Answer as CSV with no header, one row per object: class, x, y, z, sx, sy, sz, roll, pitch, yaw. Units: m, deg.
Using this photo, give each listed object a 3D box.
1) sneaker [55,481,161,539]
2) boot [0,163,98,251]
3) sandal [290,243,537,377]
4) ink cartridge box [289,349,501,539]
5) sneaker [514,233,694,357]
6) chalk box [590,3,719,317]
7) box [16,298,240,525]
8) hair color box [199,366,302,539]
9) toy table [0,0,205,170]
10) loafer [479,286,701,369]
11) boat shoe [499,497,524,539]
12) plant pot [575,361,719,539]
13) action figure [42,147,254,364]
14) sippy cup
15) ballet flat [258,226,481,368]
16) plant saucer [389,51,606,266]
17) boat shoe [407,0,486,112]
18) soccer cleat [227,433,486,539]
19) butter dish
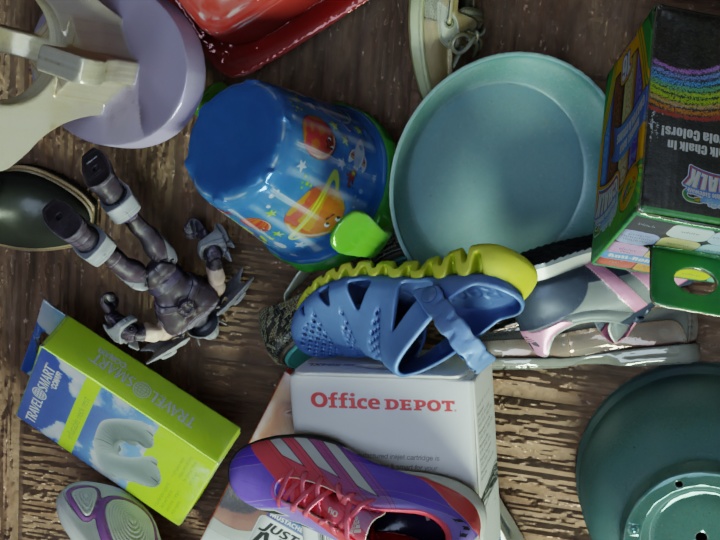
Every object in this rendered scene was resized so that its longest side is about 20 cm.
sneaker,-0.201,0.270,1.217,0.200,0.075,0.100,45,126,-14
boot,-0.332,-0.045,1.139,0.200,0.138,0.078,10,106,8
sandal,0.031,0.039,1.013,0.200,0.087,0.079,-13,141,33
ink cartridge box,0.031,0.164,1.078,0.146,0.084,0.200,1,102,17
sneaker,0.209,0.010,1.059,0.200,0.070,0.082,-12,100,-7
chalk box,0.239,-0.063,0.973,0.125,0.124,0.200,10,74,-3
box,-0.211,0.123,1.183,0.200,0.048,0.122,33,138,1
hair color box,-0.052,0.185,1.182,0.111,0.064,0.200,28,107,4
toy table,-0.225,-0.162,1.051,0.200,0.117,0.184,7,92,40
loafer,0.169,0.047,1.105,0.200,0.072,0.063,-2,86,6
boat shoe,0.080,0.198,1.161,0.068,0.072,0.200,-25,107,16
plant pot,0.266,0.188,1.080,0.200,0.134,0.200,3,106,11
action figure,-0.170,-0.004,1.130,0.130,0.069,0.200,-46,131,-10
sippy cup,-0.059,-0.080,1.052,0.178,0.130,0.140,1,76,34
ballet flat,0.000,0.000,1.120,0.200,0.068,0.075,-33,63,7
plant saucer,0.111,-0.069,1.062,0.200,0.036,0.200,-5,105,-18
boat shoe,0.075,-0.218,1.047,0.063,0.073,0.201,4,98,15
soccer cleat,-0.010,0.170,1.007,0.200,0.073,0.068,13,106,15
butter dish,-0.089,-0.262,1.028,0.199,0.148,0.200,-30,97,18
